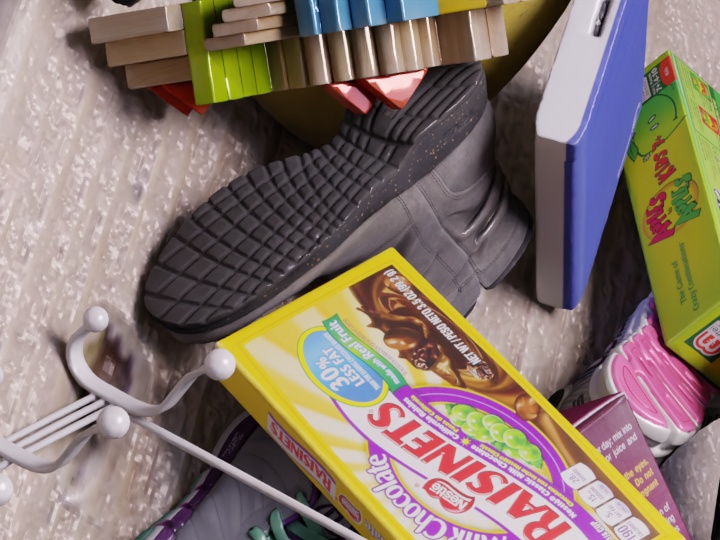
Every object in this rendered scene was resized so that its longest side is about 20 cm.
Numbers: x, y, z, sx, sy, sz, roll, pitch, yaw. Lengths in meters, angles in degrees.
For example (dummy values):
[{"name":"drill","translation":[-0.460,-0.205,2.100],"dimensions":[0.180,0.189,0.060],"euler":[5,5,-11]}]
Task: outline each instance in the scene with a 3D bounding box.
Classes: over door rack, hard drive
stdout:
[{"name":"over door rack","translation":[-0.085,0.096,1.119],"dimensions":[0.200,0.067,0.147],"euler":[37,39,22]},{"name":"hard drive","translation":[0.113,-0.078,1.370],"dimensions":[0.200,0.025,0.133],"euler":[81,26,-67]}]

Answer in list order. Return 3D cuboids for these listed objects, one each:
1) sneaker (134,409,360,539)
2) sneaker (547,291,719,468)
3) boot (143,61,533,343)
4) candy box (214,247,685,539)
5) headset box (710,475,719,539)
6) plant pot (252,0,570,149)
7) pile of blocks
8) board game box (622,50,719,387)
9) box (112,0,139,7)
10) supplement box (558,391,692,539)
[{"name":"sneaker","translation":[-0.047,0.122,1.197],"dimensions":[0.074,0.087,0.201],"euler":[47,47,-22]},{"name":"sneaker","translation":[0.136,0.070,1.421],"dimensions":[0.074,0.087,0.200],"euler":[49,21,4]},{"name":"boot","translation":[0.000,0.000,1.299],"dimensions":[0.200,0.070,0.132],"euler":[-36,136,-17]},{"name":"candy box","translation":[0.035,0.078,1.189],"dimensions":[0.102,0.027,0.200],"euler":[-29,56,-25]},{"name":"headset box","translation":[0.206,0.152,1.367],"dimensions":[0.149,0.074,0.201],"euler":[-75,170,-54]},{"name":"plant pot","translation":[0.034,-0.167,1.352],"dimensions":[0.199,0.141,0.202],"euler":[19,62,-40]},{"name":"pile of blocks","translation":[-0.018,-0.097,1.250],"dimensions":[0.082,0.198,0.063],"euler":[-37,118,-79]},{"name":"board game box","translation":[0.192,-0.016,1.468],"dimensions":[0.101,0.048,0.201],"euler":[37,29,-31]},{"name":"box","translation":[-0.128,-0.247,1.248],"dimensions":[0.200,0.086,0.164],"euler":[38,51,-20]},{"name":"supplement box","translation":[0.090,0.177,1.284],"dimensions":[0.103,0.130,0.201],"euler":[-30,97,-47]}]
